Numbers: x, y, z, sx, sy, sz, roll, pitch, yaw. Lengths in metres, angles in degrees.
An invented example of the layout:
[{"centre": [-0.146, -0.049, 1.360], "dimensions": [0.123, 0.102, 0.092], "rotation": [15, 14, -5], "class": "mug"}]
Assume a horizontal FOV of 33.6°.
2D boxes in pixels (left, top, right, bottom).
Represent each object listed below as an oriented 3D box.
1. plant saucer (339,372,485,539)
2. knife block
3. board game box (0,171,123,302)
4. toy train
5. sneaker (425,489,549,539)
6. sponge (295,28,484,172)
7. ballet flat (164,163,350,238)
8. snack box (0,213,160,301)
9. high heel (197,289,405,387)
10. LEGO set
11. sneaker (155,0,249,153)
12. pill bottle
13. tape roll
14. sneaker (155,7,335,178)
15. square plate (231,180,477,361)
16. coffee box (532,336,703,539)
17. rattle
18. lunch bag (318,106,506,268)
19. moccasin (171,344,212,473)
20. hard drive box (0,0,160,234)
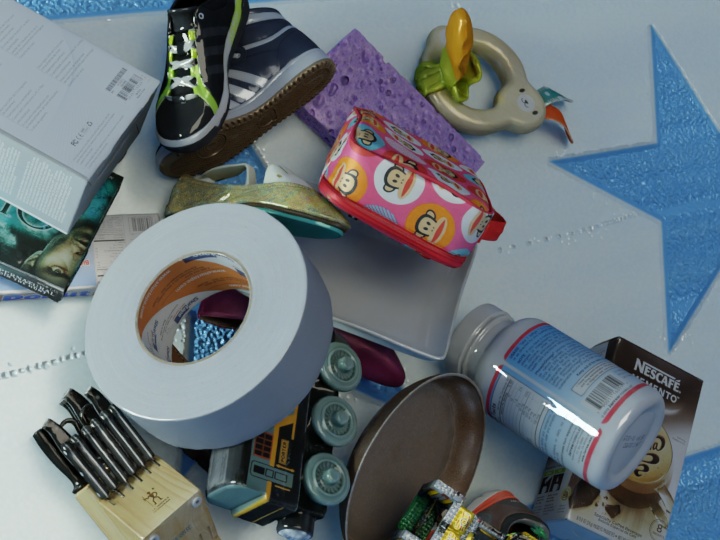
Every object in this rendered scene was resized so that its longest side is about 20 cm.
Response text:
[{"centre": [0.044, 0.183, 1.099], "dimensions": [0.200, 0.032, 0.201], "rotation": [-29, 131, -40], "class": "plant saucer"}, {"centre": [-0.203, 0.198, 1.040], "dimensions": [0.064, 0.175, 0.200], "rotation": [-39, 137, -26], "class": "knife block"}, {"centre": [-0.328, -0.070, 1.053], "dimensions": [0.200, 0.028, 0.135], "rotation": [25, 56, -9], "class": "board game box"}, {"centre": [-0.066, 0.129, 1.030], "dimensions": [0.114, 0.085, 0.200], "rotation": [24, 56, -28], "class": "toy train"}, {"centre": [0.097, 0.278, 1.109], "dimensions": [0.200, 0.082, 0.077], "rotation": [-36, 123, -27], "class": "sneaker"}, {"centre": [0.026, -0.146, 1.246], "dimensions": [0.200, 0.030, 0.112], "rotation": [45, 64, -6], "class": "sponge"}, {"centre": [-0.095, -0.066, 1.090], "dimensions": [0.071, 0.200, 0.071], "rotation": [-4, 95, -57], "class": "ballet flat"}, {"centre": [-0.278, -0.012, 1.080], "dimensions": [0.200, 0.024, 0.072], "rotation": [-3, 75, -24], "class": "snack box"}, {"centre": [-0.054, 0.066, 1.123], "dimensions": [0.200, 0.067, 0.096], "rotation": [40, 54, -2], "class": "high heel"}, {"centre": [0.072, 0.273, 1.020], "dimensions": [0.154, 0.116, 0.200], "rotation": [42, 78, 5], "class": "LEGO set"}, {"centre": [-0.162, -0.205, 1.102], "dimensions": [0.083, 0.072, 0.200], "rotation": [48, 44, -54], "class": "sneaker"}, {"centre": [0.181, 0.114, 1.147], "dimensions": [0.200, 0.109, 0.109], "rotation": [33, 57, 32], "class": "pill bottle"}, {"centre": [-0.126, 0.045, 0.995], "dimensions": [0.200, 0.066, 0.201], "rotation": [-10, 57, 15], "class": "tape roll"}, {"centre": [-0.134, -0.179, 1.168], "dimensions": [0.200, 0.070, 0.109], "rotation": [-35, 72, -11], "class": "sneaker"}, {"centre": [0.000, 0.000, 1.127], "dimensions": [0.200, 0.028, 0.198], "rotation": [20, 36, 3], "class": "square plate"}, {"centre": [0.263, 0.185, 1.220], "dimensions": [0.113, 0.080, 0.200], "rotation": [26, 66, -13], "class": "coffee box"}, {"centre": [0.169, -0.210, 1.269], "dimensions": [0.200, 0.143, 0.130], "rotation": [23, 49, -9], "class": "rattle"}, {"centre": [0.054, -0.077, 1.116], "dimensions": [0.176, 0.200, 0.082], "rotation": [27, 105, -5], "class": "lunch bag"}, {"centre": [-0.124, 0.133, 1.078], "dimensions": [0.201, 0.074, 0.078], "rotation": [45, 49, -2], "class": "moccasin"}, {"centre": [-0.301, -0.149, 1.043], "dimensions": [0.200, 0.077, 0.156], "rotation": [30, 44, -6], "class": "hard drive box"}]
